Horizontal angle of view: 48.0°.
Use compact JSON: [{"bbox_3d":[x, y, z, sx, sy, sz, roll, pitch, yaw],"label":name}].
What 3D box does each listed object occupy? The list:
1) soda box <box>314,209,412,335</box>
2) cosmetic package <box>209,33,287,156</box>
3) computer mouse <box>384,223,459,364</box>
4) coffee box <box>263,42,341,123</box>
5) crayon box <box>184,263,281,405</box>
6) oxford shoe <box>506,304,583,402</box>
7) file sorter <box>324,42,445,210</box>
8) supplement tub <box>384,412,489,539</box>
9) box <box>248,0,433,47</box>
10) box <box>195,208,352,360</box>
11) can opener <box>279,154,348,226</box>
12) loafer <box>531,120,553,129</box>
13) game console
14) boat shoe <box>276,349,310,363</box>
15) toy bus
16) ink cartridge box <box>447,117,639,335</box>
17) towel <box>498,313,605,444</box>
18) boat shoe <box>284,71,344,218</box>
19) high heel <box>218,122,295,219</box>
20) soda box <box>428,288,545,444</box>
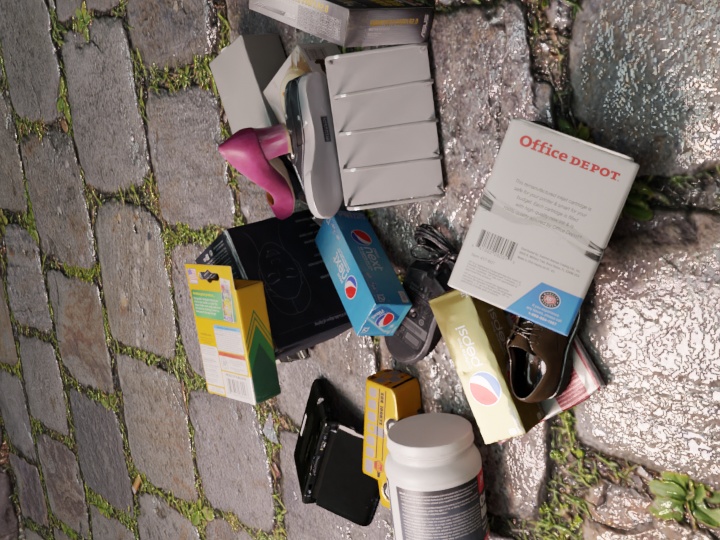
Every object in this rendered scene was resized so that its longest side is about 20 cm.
[{"bbox_3d":[0.000,0.000,1.188,0.068,0.064,0.201,-61,39,35],"label":"soda box"},{"bbox_3d":[-0.159,-0.267,1.304,0.107,0.090,0.201,-19,86,48],"label":"cosmetic package"},{"bbox_3d":[0.102,0.046,1.155,0.138,0.053,0.201,42,119,28],"label":"computer mouse"},{"bbox_3d":[-0.048,-0.221,1.201,0.114,0.079,0.201,-40,73,46],"label":"coffee box"},{"bbox_3d":[-0.185,0.084,1.172,0.125,0.051,0.201,4,106,48],"label":"crayon box"},{"bbox_3d":[0.219,0.067,0.981,0.072,0.084,0.202,9,102,45],"label":"oxford shoe"},{"bbox_3d":[0.033,-0.187,1.047,0.125,0.138,0.201,-87,-10,-80],"label":"file sorter"},{"bbox_3d":[0.110,0.322,1.165,0.140,0.140,0.201,5,107,46],"label":"supplement tub"},{"bbox_3d":[-0.028,-0.351,1.078,0.200,0.158,0.049,33,125,37],"label":"box"},{"bbox_3d":[-0.119,0.026,1.271,0.124,0.199,0.198,-36,76,48],"label":"box"},{"bbox_3d":[-0.090,-0.143,1.233,0.067,0.053,0.200,-34,117,23],"label":"can opener"},{"bbox_3d":[0.199,-0.080,0.986,0.073,0.071,0.201,25,120,40],"label":"loafer"},{"bbox_3d":[-0.034,0.317,1.413,0.176,0.116,0.201,-111,31,-53],"label":"game console"},{"bbox_3d":[-0.127,0.060,1.407,0.067,0.072,0.202,-7,92,11],"label":"boat shoe"},{"bbox_3d":[0.049,0.263,1.259,0.078,0.065,0.201,14,110,37],"label":"toy bus"},{"bbox_3d":[0.205,-0.050,0.907,0.145,0.084,0.201,24,100,15],"label":"ink cartridge box"},{"bbox_3d":[0.218,0.131,1.075,0.200,0.023,0.145,-43,69,44],"label":"towel"},{"bbox_3d":[-0.072,-0.171,1.129,0.068,0.072,0.201,-4,97,43],"label":"boat shoe"},{"bbox_3d":[-0.144,-0.127,1.136,0.200,0.095,0.068,100,150,-63],"label":"high heel"},{"bbox_3d":[0.164,0.114,1.045,0.064,0.068,0.201,-25,86,36],"label":"soda box"}]
